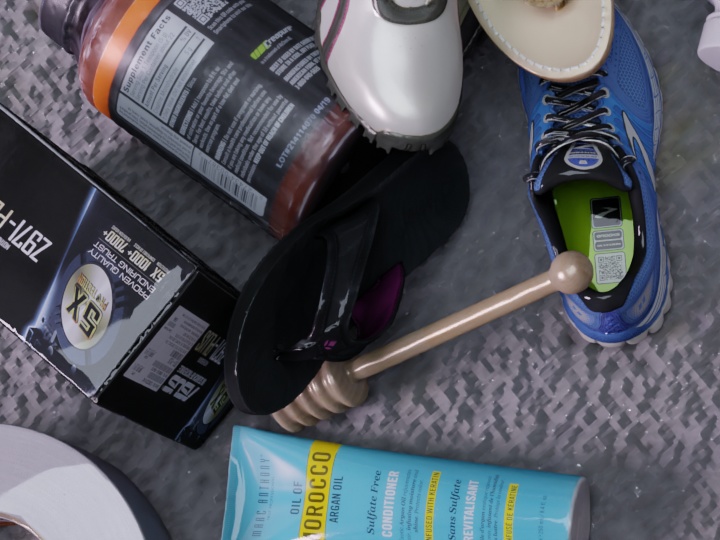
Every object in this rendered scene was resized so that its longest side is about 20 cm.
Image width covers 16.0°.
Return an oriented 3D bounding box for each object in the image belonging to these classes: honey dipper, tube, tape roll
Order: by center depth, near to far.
[{"bbox_3d":[0.036,0.035,1.351,0.200,0.038,0.038,-25,74,30],"label":"honey dipper"},{"bbox_3d":[0.022,0.128,1.375,0.199,0.050,0.078,3,73,17],"label":"tube"},{"bbox_3d":[-0.198,0.186,1.395,0.200,0.066,0.201,-2,78,11],"label":"tape roll"}]

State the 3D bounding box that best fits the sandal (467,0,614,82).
[{"bbox_3d":[0.073,-0.203,1.329,0.077,0.070,0.212,-16,75,13],"label":"sandal"}]

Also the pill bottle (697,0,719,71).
[{"bbox_3d":[0.241,-0.199,1.352,0.112,0.112,0.201,16,83,14],"label":"pill bottle"}]

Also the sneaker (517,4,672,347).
[{"bbox_3d":[0.125,-0.064,1.363,0.078,0.089,0.201,-12,78,8],"label":"sneaker"}]

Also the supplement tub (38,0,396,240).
[{"bbox_3d":[-0.079,-0.106,1.405,0.200,0.107,0.107,36,88,16],"label":"supplement tub"}]

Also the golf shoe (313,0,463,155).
[{"bbox_3d":[0.016,-0.161,1.326,0.077,0.088,0.201,-4,77,-12],"label":"golf shoe"}]

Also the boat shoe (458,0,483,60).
[{"bbox_3d":[0.092,-0.191,1.404,0.065,0.073,0.200,25,97,-20],"label":"boat shoe"}]

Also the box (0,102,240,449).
[{"bbox_3d":[-0.144,0.001,1.348,0.164,0.200,0.086,39,89,15],"label":"box"}]

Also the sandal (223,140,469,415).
[{"bbox_3d":[0.000,-0.001,1.344,0.048,0.075,0.200,11,47,41],"label":"sandal"}]
